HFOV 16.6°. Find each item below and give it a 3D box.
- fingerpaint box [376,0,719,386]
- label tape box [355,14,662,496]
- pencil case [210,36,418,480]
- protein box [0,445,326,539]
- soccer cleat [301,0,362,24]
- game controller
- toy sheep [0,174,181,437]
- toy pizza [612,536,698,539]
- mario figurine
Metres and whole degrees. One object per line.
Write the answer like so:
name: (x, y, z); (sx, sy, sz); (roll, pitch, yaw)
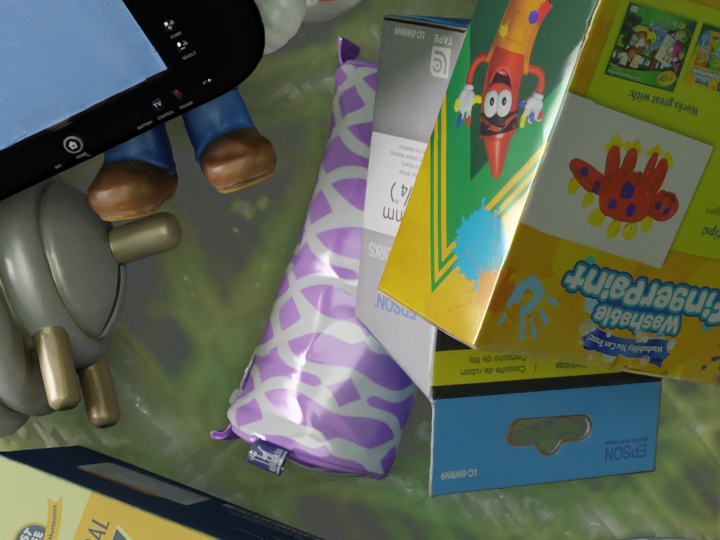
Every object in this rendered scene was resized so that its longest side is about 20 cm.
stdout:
fingerpaint box: (0.124, -0.044, 1.025); (0.073, 0.200, 0.167); (31, 107, 48)
label tape box: (0.072, -0.009, 1.094); (0.144, 0.063, 0.200); (-1, 101, -39)
pencil case: (0.000, 0.000, 1.136); (0.085, 0.084, 0.200); (18, 86, 28)
protein box: (-0.075, 0.172, 1.068); (0.198, 0.200, 0.135); (20, 88, 4)
soccer cleat: (-0.094, -0.154, 1.158); (0.200, 0.078, 0.069); (9, 74, -16)
game controller: (-0.138, -0.089, 1.008); (0.200, 0.042, 0.104); (-23, 106, 22)
toy sheep: (-0.173, 0.016, 1.118); (0.200, 0.138, 0.138); (-17, 86, 7)
toy pizza: (0.131, 0.200, 1.089); (0.200, 0.032, 0.200); (-4, 42, 3)
mario figurine: (-0.104, -0.122, 1.037); (0.123, 0.106, 0.200); (-24, 103, -30)
